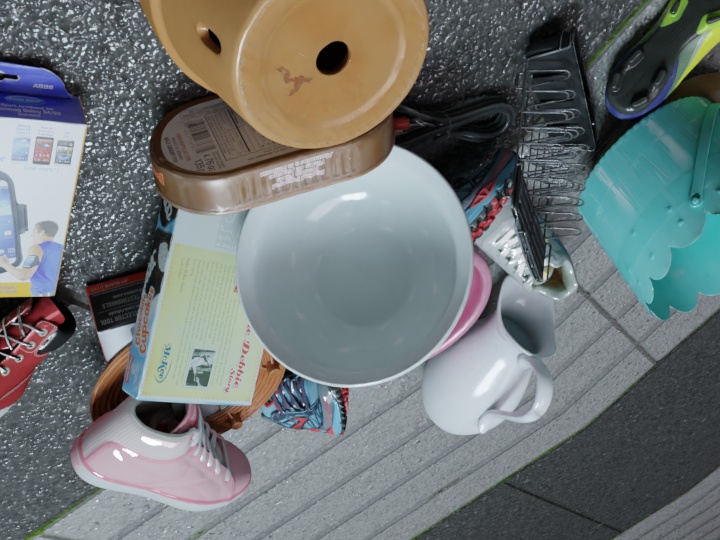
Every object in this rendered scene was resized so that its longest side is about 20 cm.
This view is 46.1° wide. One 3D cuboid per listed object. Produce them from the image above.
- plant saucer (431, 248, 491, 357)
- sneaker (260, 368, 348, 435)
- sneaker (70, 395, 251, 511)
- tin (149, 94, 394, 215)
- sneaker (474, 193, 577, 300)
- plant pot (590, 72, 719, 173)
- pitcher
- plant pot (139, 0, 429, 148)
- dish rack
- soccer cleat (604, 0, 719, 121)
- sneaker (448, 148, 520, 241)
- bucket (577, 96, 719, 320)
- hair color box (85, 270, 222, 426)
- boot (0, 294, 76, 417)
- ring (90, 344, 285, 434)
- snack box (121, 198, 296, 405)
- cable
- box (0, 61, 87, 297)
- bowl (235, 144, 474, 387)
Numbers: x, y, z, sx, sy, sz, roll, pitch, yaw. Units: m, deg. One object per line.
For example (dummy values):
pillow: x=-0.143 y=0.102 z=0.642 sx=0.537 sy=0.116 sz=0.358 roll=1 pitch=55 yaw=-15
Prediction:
plant saucer: x=0.048 y=0.033 z=0.935 sx=0.197 sy=0.051 sz=0.202 roll=-17 pitch=142 yaw=-14
sneaker: x=-0.068 y=0.144 z=0.923 sx=0.094 sy=0.081 sz=0.200 roll=4 pitch=160 yaw=-13
sneaker: x=-0.161 y=0.166 z=0.802 sx=0.105 sy=0.076 sz=0.199 roll=-43 pitch=138 yaw=23
tin: x=-0.067 y=-0.104 z=0.663 sx=0.197 sy=0.113 sz=0.042 roll=-18 pitch=141 yaw=-15
sneaker: x=0.176 y=-0.030 z=0.925 sx=0.076 sy=0.081 sz=0.199 roll=-44 pitch=138 yaw=21
plant pot: x=0.341 y=-0.129 z=0.941 sx=0.197 sy=0.028 sz=0.201 roll=-23 pitch=149 yaw=-15
pitcher: x=0.156 y=0.132 z=1.007 sx=0.119 sy=0.174 sz=0.201 roll=18 pitch=134 yaw=-19
plant pot: x=-0.041 y=-0.180 z=0.574 sx=0.197 sy=0.141 sz=0.202 roll=-18 pitch=141 yaw=-15
dish rack: x=0.177 y=-0.097 z=0.777 sx=0.054 sy=0.203 sz=0.154 roll=-1 pitch=151 yaw=25
soccer cleat: x=0.317 y=-0.230 z=0.825 sx=0.200 sy=0.065 sz=0.084 roll=-46 pitch=169 yaw=13
sneaker: x=0.069 y=-0.059 z=0.808 sx=0.200 sy=0.096 sz=0.079 roll=-44 pitch=170 yaw=-12
bucket: x=0.332 y=-0.065 z=0.861 sx=0.205 sy=0.136 sz=0.208 roll=-24 pitch=150 yaw=-15
hair color box: x=-0.198 y=0.089 z=0.834 sx=0.100 sy=0.062 sz=0.202 roll=-16 pitch=141 yaw=-17
boot: x=-0.318 y=0.079 z=0.687 sx=0.144 sy=0.073 sz=0.200 roll=-43 pitch=178 yaw=15
ring: x=-0.162 y=0.118 z=0.826 sx=0.198 sy=0.019 sz=0.202 roll=-20 pitch=142 yaw=-16
snack box: x=-0.128 y=0.014 z=0.734 sx=0.115 sy=0.037 sz=0.204 roll=11 pitch=94 yaw=-40
cable: x=0.056 y=-0.136 z=0.777 sx=0.198 sy=0.050 sz=0.098 roll=-28 pitch=142 yaw=-21
box: x=-0.279 y=-0.062 z=0.636 sx=0.117 sy=0.042 sz=0.201 roll=-1 pitch=136 yaw=-31
bowl: x=0.000 y=0.000 z=0.720 sx=0.199 sy=0.203 sz=0.090 roll=-30 pitch=165 yaw=2
